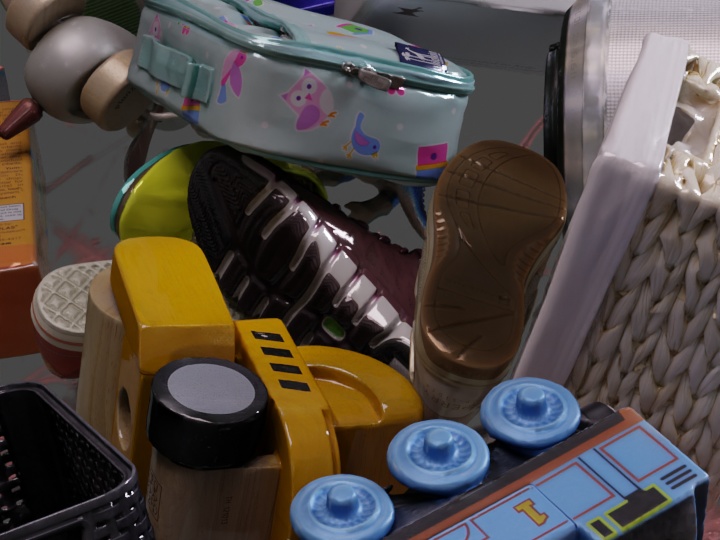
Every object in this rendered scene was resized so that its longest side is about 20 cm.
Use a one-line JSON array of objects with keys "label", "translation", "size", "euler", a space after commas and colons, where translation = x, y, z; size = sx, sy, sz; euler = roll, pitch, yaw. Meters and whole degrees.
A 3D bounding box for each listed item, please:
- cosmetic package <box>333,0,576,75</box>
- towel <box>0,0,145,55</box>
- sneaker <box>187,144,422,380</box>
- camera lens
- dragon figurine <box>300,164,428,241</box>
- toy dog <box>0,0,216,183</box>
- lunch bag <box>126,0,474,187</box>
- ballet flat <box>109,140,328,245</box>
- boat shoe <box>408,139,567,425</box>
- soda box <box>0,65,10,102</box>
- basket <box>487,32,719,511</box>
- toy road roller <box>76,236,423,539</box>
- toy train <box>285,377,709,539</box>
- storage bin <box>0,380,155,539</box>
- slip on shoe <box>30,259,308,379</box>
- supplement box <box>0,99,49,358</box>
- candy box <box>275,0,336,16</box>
[{"label": "cosmetic package", "translation": [0.081, -0.238, 1.592], "size": [0.165, 0.200, 0.165], "euler": [6, -8, -10]}, {"label": "towel", "translation": [-0.126, -0.193, 1.602], "size": [0.200, 0.153, 0.023], "euler": [-26, 70, -4]}, {"label": "sneaker", "translation": [0.000, 0.000, 1.411], "size": [0.200, 0.076, 0.116], "euler": [48, 38, 7]}, {"label": "camera lens", "translation": [0.208, -0.080, 1.455], "size": [0.200, 0.160, 0.160], "euler": [0, 34, 9]}, {"label": "dragon figurine", "translation": [0.026, -0.073, 1.566], "size": [0.099, 0.059, 0.200], "euler": [-25, 36, -25]}, {"label": "toy dog", "translation": [-0.162, -0.102, 1.582], "size": [0.096, 0.200, 0.132], "euler": [-44, 53, 5]}, {"label": "lunch bag", "translation": [-0.039, -0.107, 1.428], "size": [0.160, 0.077, 0.200], "euler": [13, 8, -27]}, {"label": "ballet flat", "translation": [-0.073, -0.039, 1.485], "size": [0.067, 0.067, 0.200], "euler": [24, 15, 16]}, {"label": "boat shoe", "translation": [0.061, 0.005, 1.351], "size": [0.072, 0.065, 0.200], "euler": [18, 40, -1]}, {"label": "soda box", "translation": [-0.311, -0.069, 1.614], "size": [0.068, 0.064, 0.200], "euler": [20, 41, 34]}, {"label": "basket", "translation": [0.159, 0.006, 1.287], "size": [0.123, 0.200, 0.136], "euler": [21, 37, 4]}, {"label": "toy road roller", "translation": [-0.056, 0.077, 1.307], "size": [0.146, 0.123, 0.200], "euler": [-2, 32, -20]}, {"label": "toy train", "translation": [0.055, 0.123, 1.132], "size": [0.200, 0.087, 0.114], "euler": [-25, 45, -27]}, {"label": "storage bin", "translation": [-0.179, 0.135, 1.205], "size": [0.135, 0.094, 0.200], "euler": [-20, 17, -17]}, {"label": "slip on shoe", "translation": [-0.086, 0.029, 1.431], "size": [0.200, 0.061, 0.074], "euler": [-3, 54, -17]}, {"label": "supplement box", "translation": [-0.222, -0.027, 1.533], "size": [0.069, 0.067, 0.200], "euler": [-9, 34, -5]}, {"label": "candy box", "translation": [0.013, -0.201, 1.748], "size": [0.200, 0.077, 0.169], "euler": [-13, 36, -12]}]
